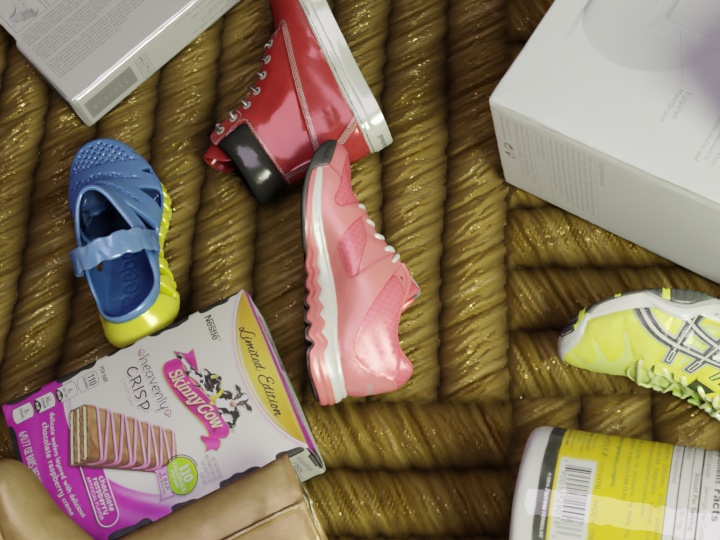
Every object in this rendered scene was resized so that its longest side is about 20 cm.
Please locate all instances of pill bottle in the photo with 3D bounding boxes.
[{"bbox_3d":[0.198,0.165,0.819,0.199,0.111,0.112,8,67,16],"label":"pill bottle"}]

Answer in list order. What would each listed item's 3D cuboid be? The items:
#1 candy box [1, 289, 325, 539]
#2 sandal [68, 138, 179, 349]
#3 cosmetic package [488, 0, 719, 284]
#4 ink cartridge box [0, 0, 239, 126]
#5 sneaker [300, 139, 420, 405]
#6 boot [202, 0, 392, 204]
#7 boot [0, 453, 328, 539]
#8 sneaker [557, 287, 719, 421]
[{"bbox_3d":[-0.142,0.120,0.945,0.199,0.061,0.137,-26,63,-1],"label":"candy box"},{"bbox_3d":[-0.189,-0.039,1.007,0.079,0.087,0.201,-26,47,2],"label":"sandal"},{"bbox_3d":[0.232,-0.128,0.943,0.199,0.123,0.200,28,74,24],"label":"cosmetic package"},{"bbox_3d":[-0.216,-0.249,1.145,0.200,0.045,0.176,-41,64,-9],"label":"ink cartridge box"},{"bbox_3d":[0.000,0.000,0.973,0.086,0.074,0.202,-2,73,-2],"label":"sneaker"},{"bbox_3d":[-0.077,-0.156,1.058,0.144,0.072,0.201,-25,66,2],"label":"boot"},{"bbox_3d":[-0.132,0.169,0.859,0.199,0.066,0.176,-24,86,2],"label":"boot"},{"bbox_3d":[0.231,0.061,0.882,0.198,0.075,0.077,1,64,14],"label":"sneaker"}]
